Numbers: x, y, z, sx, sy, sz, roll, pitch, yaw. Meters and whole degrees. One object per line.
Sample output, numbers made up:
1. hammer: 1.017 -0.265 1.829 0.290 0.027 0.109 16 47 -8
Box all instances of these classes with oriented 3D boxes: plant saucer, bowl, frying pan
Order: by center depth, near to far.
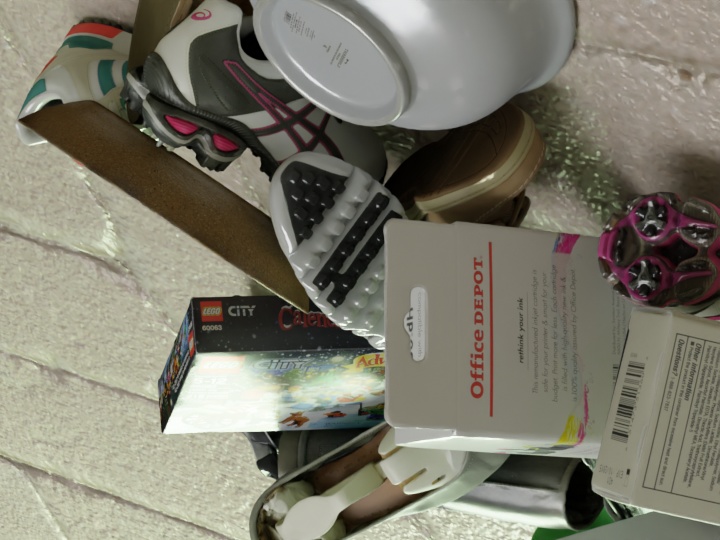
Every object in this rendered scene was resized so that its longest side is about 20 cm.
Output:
1. bowl: 0.007 -0.140 1.553 0.200 0.091 0.201 28 151 17
2. plant saucer: -0.104 -0.044 1.693 0.200 0.036 0.200 33 179 1
3. frying pan: -0.059 0.108 1.967 0.115 0.031 0.191 23 -131 -74

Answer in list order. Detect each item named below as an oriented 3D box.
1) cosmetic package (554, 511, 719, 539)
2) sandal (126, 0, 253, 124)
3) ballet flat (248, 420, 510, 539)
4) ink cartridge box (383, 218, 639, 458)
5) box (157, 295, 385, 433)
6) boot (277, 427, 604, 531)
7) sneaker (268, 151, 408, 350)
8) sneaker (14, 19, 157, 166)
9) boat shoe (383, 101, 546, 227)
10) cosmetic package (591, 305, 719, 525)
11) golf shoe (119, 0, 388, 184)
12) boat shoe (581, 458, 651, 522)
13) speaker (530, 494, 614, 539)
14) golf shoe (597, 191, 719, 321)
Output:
1. cosmetic package: 0.198 0.198 1.756 0.151 0.199 0.052 73 180 -48
2. sandal: -0.083 -0.156 1.666 0.069 0.078 0.212 2 139 -13
3. ballet flat: 0.016 0.126 1.810 0.199 0.064 0.068 -31 89 24
4. ink cartridge box: 0.083 0.039 1.604 0.199 0.116 0.068 6 169 -29
5. box: -0.017 0.058 1.818 0.199 0.038 0.137 -1 157 -13
6. boot: 0.063 0.125 1.916 0.199 0.182 0.073 -2 98 17
7. sneaker: 0.000 0.000 1.679 0.081 0.075 0.200 33 167 48
8. sneaker: -0.129 -0.095 1.785 0.199 0.094 0.070 11 143 42
9. boat shoe: 0.066 -0.043 1.664 0.064 0.071 0.200 37 164 -10
10. cosmetic package: 0.230 0.089 1.526 0.199 0.106 0.071 15 179 -13
11. golf shoe: -0.040 -0.093 1.670 0.200 0.088 0.077 17 -155 -50
12. boat shoe: 0.177 0.128 1.781 0.068 0.074 0.199 31 170 45
13. speaker: 0.182 0.238 1.938 0.088 0.089 0.200 9 141 44
14. golf shoe: 0.229 0.000 1.544 0.199 0.073 0.092 11 176 33
